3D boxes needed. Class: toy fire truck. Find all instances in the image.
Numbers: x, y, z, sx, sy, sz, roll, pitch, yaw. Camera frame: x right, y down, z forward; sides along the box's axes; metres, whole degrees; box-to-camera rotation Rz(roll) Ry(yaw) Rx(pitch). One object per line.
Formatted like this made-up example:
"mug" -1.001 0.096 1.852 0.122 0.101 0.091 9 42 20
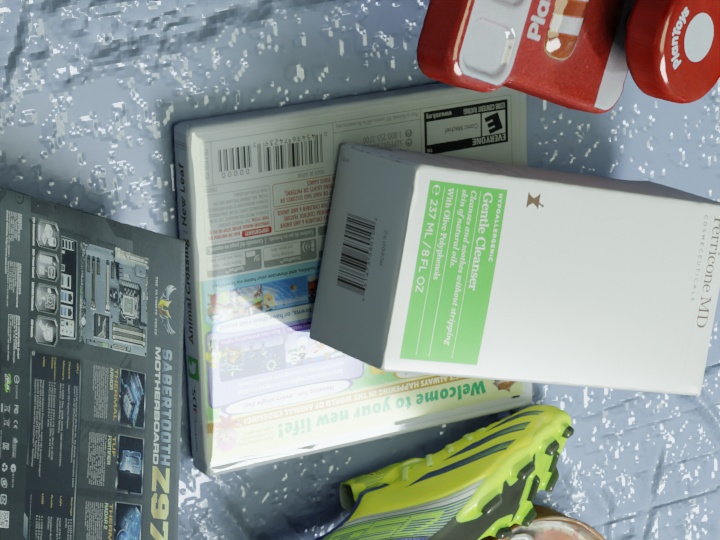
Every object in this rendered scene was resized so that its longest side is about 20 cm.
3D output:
"toy fire truck" 0.110 -0.177 1.280 0.168 0.112 0.201 12 96 -50

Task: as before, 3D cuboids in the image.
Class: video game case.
"video game case" 0.000 0.000 1.344 0.199 0.022 0.183 -11 107 -28

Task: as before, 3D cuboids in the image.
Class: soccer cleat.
"soccer cleat" 0.036 0.119 1.369 0.200 0.084 0.065 -36 147 -35

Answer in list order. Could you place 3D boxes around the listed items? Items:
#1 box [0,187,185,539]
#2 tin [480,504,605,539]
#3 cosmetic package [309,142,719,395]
"box" -0.142 0.072 1.192 0.157 0.051 0.201 15 73 -60
"tin" 0.103 0.224 1.451 0.112 0.042 0.201 -30 115 -24
"cosmetic package" 0.084 0.000 1.330 0.199 0.085 0.108 5 98 -30
